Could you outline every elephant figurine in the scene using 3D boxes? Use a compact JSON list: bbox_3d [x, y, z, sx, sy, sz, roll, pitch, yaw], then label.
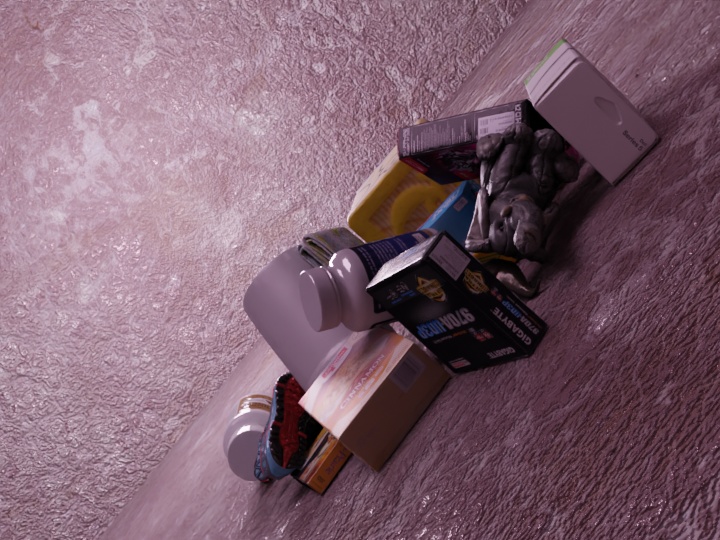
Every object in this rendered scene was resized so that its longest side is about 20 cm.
[{"bbox_3d":[0.187,-0.067,1.286,0.140,0.155,0.203,-9,55,33],"label":"elephant figurine"}]

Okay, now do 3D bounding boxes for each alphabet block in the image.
[{"bbox_3d":[0.110,-0.112,1.769,0.196,0.196,0.200,-49,7,18],"label":"alphabet block"}]

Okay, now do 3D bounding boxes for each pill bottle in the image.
[{"bbox_3d":[0.022,0.017,1.407,0.197,0.113,0.111,-14,-6,-22],"label":"pill bottle"},{"bbox_3d":[-0.186,0.296,1.860,0.115,0.114,0.200,-49,8,5],"label":"pill bottle"}]

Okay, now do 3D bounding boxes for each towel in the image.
[{"bbox_3d":[0.000,0.000,1.622,0.048,0.171,0.200,-50,-10,16],"label":"towel"}]

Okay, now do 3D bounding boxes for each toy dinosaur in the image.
[{"bbox_3d":[0.155,0.022,1.318,0.200,0.076,0.103,-45,15,55],"label":"toy dinosaur"}]

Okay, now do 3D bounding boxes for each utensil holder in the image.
[{"bbox_3d":[-0.067,0.084,1.634,0.169,0.200,0.171,-35,-24,-18],"label":"utensil holder"}]

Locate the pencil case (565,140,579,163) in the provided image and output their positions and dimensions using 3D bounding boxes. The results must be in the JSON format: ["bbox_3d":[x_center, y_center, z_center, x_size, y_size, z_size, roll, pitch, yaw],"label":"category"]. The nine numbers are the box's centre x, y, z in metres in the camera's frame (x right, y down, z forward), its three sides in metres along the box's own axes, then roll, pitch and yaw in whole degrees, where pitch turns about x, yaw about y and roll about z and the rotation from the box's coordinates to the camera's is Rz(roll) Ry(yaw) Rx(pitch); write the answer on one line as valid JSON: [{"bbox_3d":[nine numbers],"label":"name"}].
[{"bbox_3d":[0.263,-0.169,1.574,0.087,0.082,0.200,-56,7,-1],"label":"pencil case"}]

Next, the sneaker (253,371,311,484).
[{"bbox_3d":[-0.125,0.241,1.614,0.096,0.079,0.201,-48,15,34],"label":"sneaker"}]

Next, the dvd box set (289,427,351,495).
[{"bbox_3d":[-0.022,0.230,1.531,0.201,0.029,0.146,-53,8,-12],"label":"dvd box set"}]

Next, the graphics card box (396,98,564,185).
[{"bbox_3d":[0.162,-0.169,1.411,0.197,0.125,0.052,-9,72,32],"label":"graphics card box"}]

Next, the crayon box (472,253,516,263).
[{"bbox_3d":[0.186,-0.034,1.491,0.200,0.051,0.126,-47,8,31],"label":"crayon box"}]

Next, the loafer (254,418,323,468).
[{"bbox_3d":[-0.094,0.259,1.697,0.201,0.068,0.070,-47,-1,-13],"label":"loafer"}]

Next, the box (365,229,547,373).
[{"bbox_3d":[0.104,0.041,1.206,0.046,0.159,0.200,-50,8,-20],"label":"box"}]

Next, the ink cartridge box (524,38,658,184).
[{"bbox_3d":[0.292,-0.209,1.350,0.084,0.145,0.200,-46,8,18],"label":"ink cartridge box"}]

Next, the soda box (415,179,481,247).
[{"bbox_3d":[0.111,-0.038,1.524,0.200,0.064,0.068,-46,8,28],"label":"soda box"}]

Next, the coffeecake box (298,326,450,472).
[{"bbox_3d":[0.013,0.158,1.388,0.154,0.073,0.200,-51,17,-7],"label":"coffeecake box"}]
